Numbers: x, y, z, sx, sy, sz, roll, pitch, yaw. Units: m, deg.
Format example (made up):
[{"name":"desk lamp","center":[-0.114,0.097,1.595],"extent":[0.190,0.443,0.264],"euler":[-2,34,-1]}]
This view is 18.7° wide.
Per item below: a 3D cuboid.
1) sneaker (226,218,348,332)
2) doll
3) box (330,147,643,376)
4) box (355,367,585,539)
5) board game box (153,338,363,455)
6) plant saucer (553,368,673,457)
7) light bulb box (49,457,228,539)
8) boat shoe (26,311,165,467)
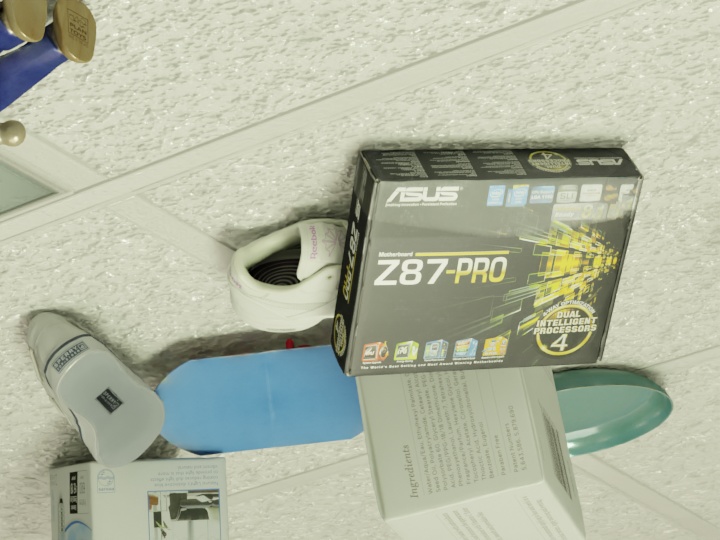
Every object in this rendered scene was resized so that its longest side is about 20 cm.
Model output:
[{"name":"sneaker","center":[0.000,0.000,1.567],"extent":[0.198,0.075,0.100],"euler":[-10,158,2]},{"name":"doll","center":[-0.244,-0.103,1.271],"extent":[0.199,0.049,0.136],"euler":[-24,152,31]},{"name":"box","center":[0.086,-0.007,1.527],"extent":[0.198,0.049,0.162],"euler":[-1,121,-17]},{"name":"box","center":[0.082,0.113,1.705],"extent":[0.130,0.201,0.199],"euler":[-15,157,10]},{"name":"board game box","center":[-0.077,0.093,1.805],"extent":[0.198,0.039,0.158],"euler":[-7,147,-2]},{"name":"plant saucer","center":[0.188,0.131,2.009],"extent":[0.199,0.028,0.200],"euler":[-7,158,-3]},{"name":"light bulb box","center":[-0.194,0.268,1.907],"extent":[0.124,0.202,0.198],"euler":[0,173,-18]},{"name":"boat shoe","center":[-0.209,0.089,1.719],"extent":[0.073,0.065,0.200],"euler":[-37,152,-13]}]
